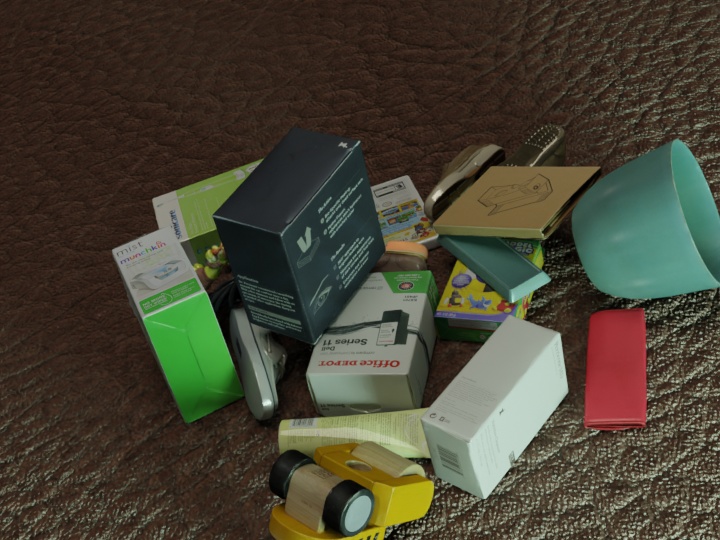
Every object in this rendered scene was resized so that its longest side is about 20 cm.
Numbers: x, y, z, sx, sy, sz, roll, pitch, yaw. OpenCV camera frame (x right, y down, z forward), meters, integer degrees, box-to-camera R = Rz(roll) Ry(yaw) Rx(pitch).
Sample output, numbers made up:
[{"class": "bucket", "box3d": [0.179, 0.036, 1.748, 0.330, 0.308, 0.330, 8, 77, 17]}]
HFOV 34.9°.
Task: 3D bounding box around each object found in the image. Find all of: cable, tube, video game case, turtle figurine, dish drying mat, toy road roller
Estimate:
[{"class": "cable", "box3d": [-0.159, 0.011, 1.678, 0.200, 0.051, 0.163, -37, 8, 33]}, {"class": "tube", "box3d": [-0.004, 0.213, 1.462, 0.198, 0.059, 0.052, -5, -2, 8]}, {"class": "video game case", "box3d": [0.010, -0.066, 1.803, 0.198, 0.023, 0.183, -19, 39, -5]}, {"class": "turtle figurine", "box3d": [-0.171, -0.048, 1.631, 0.064, 0.161, 0.201, 37, 42, -8]}, {"class": "dish drying mat", "box3d": [0.329, 0.125, 1.473, 0.076, 0.018, 0.201, -3, 42, 16]}, {"class": "toy road roller", "box3d": [-0.021, 0.290, 1.338, 0.122, 0.147, 0.199, 21, 14, 37]}]

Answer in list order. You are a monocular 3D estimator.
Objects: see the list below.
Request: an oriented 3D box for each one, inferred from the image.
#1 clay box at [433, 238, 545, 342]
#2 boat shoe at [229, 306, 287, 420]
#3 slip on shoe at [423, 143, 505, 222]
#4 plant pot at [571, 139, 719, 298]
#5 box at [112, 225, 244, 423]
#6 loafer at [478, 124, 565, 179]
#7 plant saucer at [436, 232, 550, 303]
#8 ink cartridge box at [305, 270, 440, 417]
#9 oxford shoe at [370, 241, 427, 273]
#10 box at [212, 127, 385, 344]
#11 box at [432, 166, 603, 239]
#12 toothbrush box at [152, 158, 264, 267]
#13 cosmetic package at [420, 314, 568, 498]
[{"class": "clay box", "box3d": [0.187, 0.017, 1.625, 0.114, 0.048, 0.201, 3, 43, 23]}, {"class": "boat shoe", "box3d": [-0.134, 0.125, 1.593, 0.065, 0.072, 0.201, -3, 36, -18]}, {"class": "slip on shoe", "box3d": [0.152, -0.142, 1.802, 0.060, 0.076, 0.200, 23, 49, 31]}, {"class": "plant pot", "box3d": [0.381, -0.052, 1.534, 0.160, 0.201, 0.201, -20, 34, 29]}, {"class": "box", "box3d": [-0.255, 0.074, 1.585, 0.096, 0.201, 0.177, -23, 38, -11]}, {"class": "loafer", "box3d": [0.249, -0.140, 1.777, 0.200, 0.068, 0.076, -41, 34, -4]}, {"class": "plant saucer", "box3d": [0.184, -0.022, 1.619, 0.070, 0.019, 0.200, -29, 39, -14]}, {"class": "ink cartridge box", "box3d": [0.021, 0.098, 1.555, 0.145, 0.083, 0.201, -2, 42, 17]}, {"class": "oxford shoe", "box3d": [0.000, 0.000, 1.679, 0.198, 0.071, 0.074, -2, 63, 5]}, {"class": "box", "box3d": [-0.076, -0.049, 1.532, 0.117, 0.201, 0.197, 15, 49, 29]}, {"class": "box", "box3d": [0.224, -0.101, 1.642, 0.199, 0.021, 0.163, 4, 39, 46]}, {"class": "toothbrush box", "box3d": [-0.222, -0.080, 1.847, 0.198, 0.087, 0.146, -19, 39, -6]}, {"class": "cosmetic package", "box3d": [0.168, 0.165, 1.406, 0.081, 0.113, 0.200, 21, 53, 37]}]
